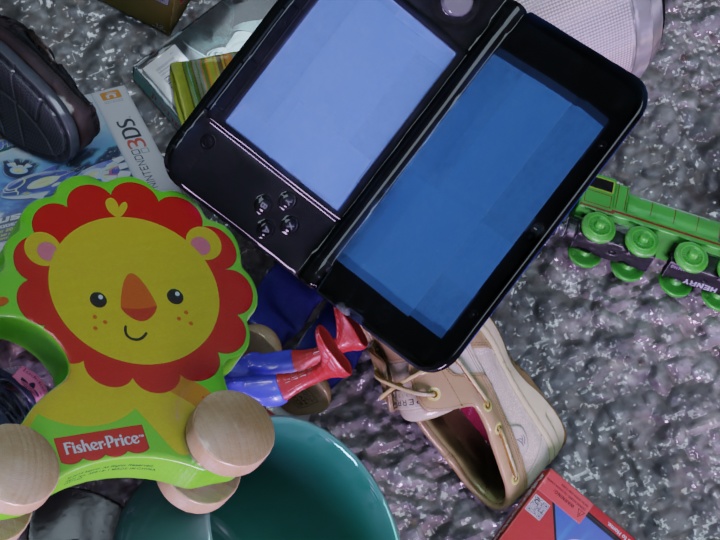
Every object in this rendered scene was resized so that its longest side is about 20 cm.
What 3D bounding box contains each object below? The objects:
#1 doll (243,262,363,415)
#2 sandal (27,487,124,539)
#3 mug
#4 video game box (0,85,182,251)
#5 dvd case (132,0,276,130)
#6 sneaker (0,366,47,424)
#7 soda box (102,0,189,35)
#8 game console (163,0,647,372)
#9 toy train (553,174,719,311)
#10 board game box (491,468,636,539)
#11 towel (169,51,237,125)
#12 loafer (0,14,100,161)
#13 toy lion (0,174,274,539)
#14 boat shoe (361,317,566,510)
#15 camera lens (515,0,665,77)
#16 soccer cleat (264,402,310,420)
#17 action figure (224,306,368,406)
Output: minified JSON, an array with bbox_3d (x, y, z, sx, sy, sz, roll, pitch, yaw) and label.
[{"bbox_3d":[0.000,0.000,1.711,0.136,0.048,0.200,42,53,-10],"label":"doll"},{"bbox_3d":[-0.138,0.216,1.645,0.075,0.045,0.200,-17,76,-11],"label":"sandal"},{"bbox_3d":[-0.058,0.184,1.619,0.185,0.114,0.152,56,40,-9],"label":"mug"},{"bbox_3d":[-0.208,-0.031,1.658,0.200,0.047,0.182,-15,31,-12],"label":"video game box"},{"bbox_3d":[-0.022,-0.130,1.780,0.200,0.022,0.146,-39,81,-18],"label":"dvd case"},{"bbox_3d":[-0.212,0.079,1.599,0.082,0.200,0.070,-33,99,-16],"label":"sneaker"},{"bbox_3d":[-0.189,-0.229,1.767,0.200,0.064,0.068,28,72,1],"label":"soda box"},{"bbox_3d":[0.023,-0.077,1.543,0.171,0.118,0.200,38,88,-21],"label":"game console"},{"bbox_3d":[0.155,-0.029,1.761,0.200,0.042,0.056,18,54,-5],"label":"toy train"},{"bbox_3d":[0.157,0.220,1.677,0.200,0.019,0.103,40,74,-5],"label":"board game box"},{"bbox_3d":[-0.014,-0.109,1.754,0.200,0.018,0.086,-13,76,-12],"label":"towel"},{"bbox_3d":[-0.215,-0.131,1.697,0.063,0.072,0.200,-32,45,-30],"label":"loafer"},{"bbox_3d":[-0.144,0.039,1.516,0.200,0.069,0.192,-8,66,-29],"label":"toy lion"},{"bbox_3d":[0.047,0.062,1.659,0.200,0.074,0.066,47,57,-25],"label":"boat shoe"},{"bbox_3d":[0.069,-0.161,1.692,0.200,0.160,0.160,-23,77,-16],"label":"camera lens"},{"bbox_3d":[-0.112,0.035,1.698,0.200,0.069,0.085,35,63,1],"label":"soccer cleat"},{"bbox_3d":[-0.095,0.070,1.619,0.200,0.065,0.052,-26,109,23],"label":"action figure"}]
